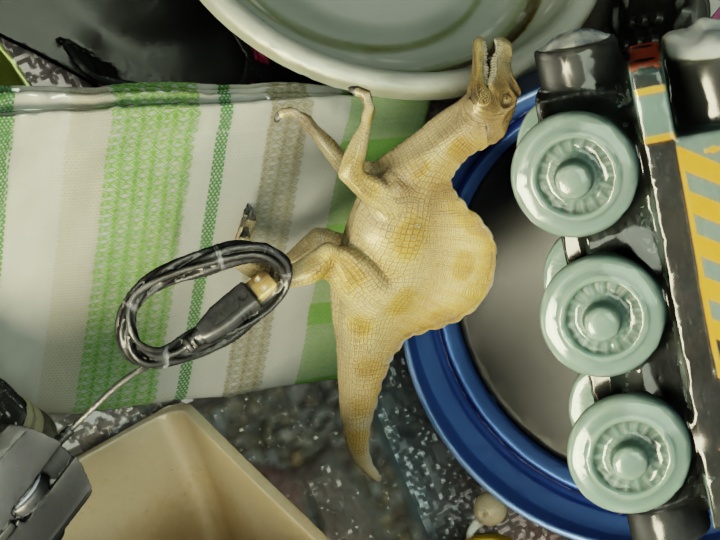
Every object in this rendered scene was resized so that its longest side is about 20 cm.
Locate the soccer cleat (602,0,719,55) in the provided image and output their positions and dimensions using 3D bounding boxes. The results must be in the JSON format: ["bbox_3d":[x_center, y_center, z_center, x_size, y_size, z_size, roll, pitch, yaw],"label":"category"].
[{"bbox_3d":[0.151,-0.126,0.871,0.073,0.068,0.201,13,83,-24],"label":"soccer cleat"}]

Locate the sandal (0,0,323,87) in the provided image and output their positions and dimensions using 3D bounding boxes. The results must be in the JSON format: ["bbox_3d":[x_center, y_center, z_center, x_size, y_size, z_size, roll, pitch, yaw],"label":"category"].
[{"bbox_3d":[-0.085,-0.097,0.871,0.199,0.045,0.075,24,84,-15],"label":"sandal"}]

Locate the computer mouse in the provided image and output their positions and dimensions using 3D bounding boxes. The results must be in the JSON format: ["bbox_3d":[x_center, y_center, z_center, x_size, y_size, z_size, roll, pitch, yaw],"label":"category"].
[{"bbox_3d":[-0.101,0.062,0.760,0.200,0.034,0.059,-44,118,2],"label":"computer mouse"}]

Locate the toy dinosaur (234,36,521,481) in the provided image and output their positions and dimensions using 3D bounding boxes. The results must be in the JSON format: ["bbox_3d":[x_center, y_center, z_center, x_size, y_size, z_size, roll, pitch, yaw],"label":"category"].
[{"bbox_3d":[0.000,0.000,0.805,0.101,0.058,0.201,18,113,-4],"label":"toy dinosaur"}]

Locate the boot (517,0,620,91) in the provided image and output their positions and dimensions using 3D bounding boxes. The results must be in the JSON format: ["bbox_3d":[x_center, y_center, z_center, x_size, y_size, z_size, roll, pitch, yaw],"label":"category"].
[{"bbox_3d":[0.109,-0.044,0.920,0.096,0.075,0.201,-13,85,-5],"label":"boot"}]

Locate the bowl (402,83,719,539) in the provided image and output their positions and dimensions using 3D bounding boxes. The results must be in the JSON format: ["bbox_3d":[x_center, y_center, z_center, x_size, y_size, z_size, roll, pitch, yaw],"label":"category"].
[{"bbox_3d":[0.115,0.014,0.834,0.199,0.039,0.202,5,108,17],"label":"bowl"}]

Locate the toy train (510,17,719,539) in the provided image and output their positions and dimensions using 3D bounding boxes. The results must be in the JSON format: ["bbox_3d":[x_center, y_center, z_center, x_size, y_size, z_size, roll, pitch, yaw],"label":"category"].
[{"bbox_3d":[0.123,0.004,0.767,0.113,0.085,0.201,-11,101,8],"label":"toy train"}]

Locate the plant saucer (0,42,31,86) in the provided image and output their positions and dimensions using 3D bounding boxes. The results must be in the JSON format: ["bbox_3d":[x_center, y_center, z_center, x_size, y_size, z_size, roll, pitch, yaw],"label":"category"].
[{"bbox_3d":[-0.222,-0.026,0.842,0.199,0.031,0.201,0,91,-17],"label":"plant saucer"}]

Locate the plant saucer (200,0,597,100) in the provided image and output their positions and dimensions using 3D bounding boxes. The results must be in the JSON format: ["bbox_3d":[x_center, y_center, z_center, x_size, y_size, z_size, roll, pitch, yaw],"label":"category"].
[{"bbox_3d":[0.004,-0.147,0.871,0.199,0.050,0.201,7,60,-13],"label":"plant saucer"}]

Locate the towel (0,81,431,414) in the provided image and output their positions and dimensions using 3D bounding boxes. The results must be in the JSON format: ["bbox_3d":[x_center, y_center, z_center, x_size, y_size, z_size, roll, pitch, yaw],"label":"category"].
[{"bbox_3d":[-0.074,-0.012,0.843,0.199,0.031,0.150,-4,125,-28],"label":"towel"}]

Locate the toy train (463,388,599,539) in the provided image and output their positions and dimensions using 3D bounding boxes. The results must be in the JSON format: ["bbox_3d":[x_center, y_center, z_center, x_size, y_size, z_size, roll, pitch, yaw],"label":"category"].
[{"bbox_3d":[0.109,0.132,0.908,0.149,0.056,0.201,7,90,10],"label":"toy train"}]

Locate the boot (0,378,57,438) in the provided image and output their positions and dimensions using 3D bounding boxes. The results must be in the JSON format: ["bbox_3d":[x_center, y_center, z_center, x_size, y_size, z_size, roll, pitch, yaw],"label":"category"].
[{"bbox_3d":[-0.237,0.068,0.781,0.203,0.074,0.154,-32,120,7],"label":"boot"}]

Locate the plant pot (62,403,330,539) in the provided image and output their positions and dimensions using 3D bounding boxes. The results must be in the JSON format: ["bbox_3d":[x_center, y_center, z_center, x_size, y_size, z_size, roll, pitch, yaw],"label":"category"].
[{"bbox_3d":[-0.092,0.197,0.809,0.199,0.200,0.178,-30,111,-13],"label":"plant pot"}]
